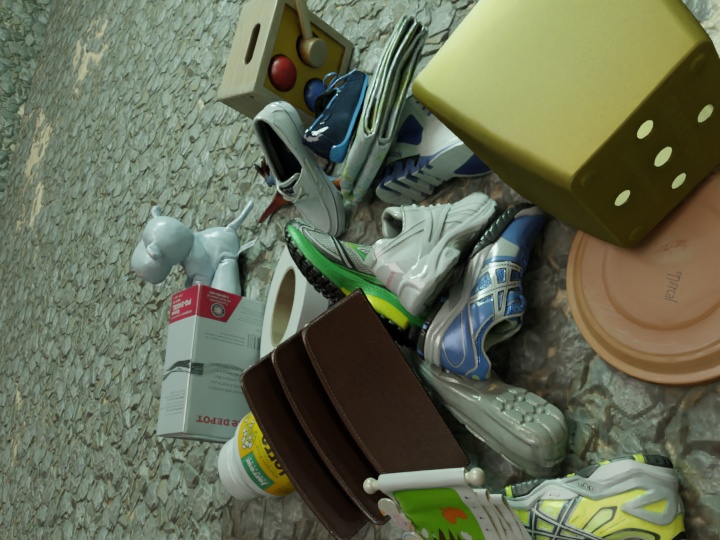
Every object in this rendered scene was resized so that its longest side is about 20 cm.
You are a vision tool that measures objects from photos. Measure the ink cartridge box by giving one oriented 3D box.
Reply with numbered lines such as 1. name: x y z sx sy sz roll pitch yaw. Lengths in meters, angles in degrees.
1. ink cartridge box: -0.201 0.141 0.912 0.082 0.144 0.205 -16 64 40

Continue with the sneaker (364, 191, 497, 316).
1. sneaker: 0.074 -0.044 0.669 0.099 0.200 0.079 36 132 11

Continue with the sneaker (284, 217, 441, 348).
1. sneaker: 0.000 0.000 0.708 0.198 0.078 0.086 33 73 9

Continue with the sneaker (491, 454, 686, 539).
1. sneaker: 0.174 0.218 0.544 0.198 0.074 0.078 -33 53 36

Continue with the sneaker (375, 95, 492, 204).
1. sneaker: 0.094 -0.166 0.769 0.197 0.079 0.118 -18 65 43

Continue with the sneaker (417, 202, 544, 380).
1. sneaker: 0.138 0.021 0.645 0.076 0.076 0.202 28 74 25

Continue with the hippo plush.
1. hippo plush: -0.277 -0.011 1.029 0.200 0.158 0.162 -42 49 33

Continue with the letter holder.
1. letter holder: -0.013 0.149 0.634 0.202 0.141 0.100 57 154 2

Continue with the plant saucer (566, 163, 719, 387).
1. plant saucer: 0.271 -0.003 0.558 0.198 0.032 0.206 -19 62 41

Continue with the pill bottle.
1. pill bottle: -0.087 0.209 0.793 0.199 0.111 0.115 -37 52 31

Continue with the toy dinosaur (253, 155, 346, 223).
1. toy dinosaur: -0.072 -0.136 0.963 0.180 0.104 0.204 36 135 38

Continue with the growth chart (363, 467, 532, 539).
1. growth chart: 0.099 0.247 0.561 0.143 0.202 0.018 -29 13 39

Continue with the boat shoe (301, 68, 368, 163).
1. boat shoe: -0.032 -0.227 0.876 0.202 0.067 0.085 -76 4 -54

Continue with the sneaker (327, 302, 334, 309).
1. sneaker: 0.034 0.007 0.763 0.201 0.084 0.078 -52 45 18

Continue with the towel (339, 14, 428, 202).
1. towel: 0.022 -0.197 0.802 0.200 0.047 0.175 127 163 -75

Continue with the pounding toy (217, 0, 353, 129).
1. pounding toy: -0.103 -0.329 0.959 0.140 0.182 0.205 7 79 46

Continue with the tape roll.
1. tape roll: -0.089 0.051 0.857 0.202 0.036 0.208 -166 89 -71

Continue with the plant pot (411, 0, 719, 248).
1. plant pot: 0.198 -0.141 0.547 0.200 0.198 0.178 -47 45 16

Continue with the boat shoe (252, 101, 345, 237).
1. boat shoe: -0.088 -0.124 0.869 0.072 0.203 0.066 -17 20 36

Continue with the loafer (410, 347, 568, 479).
1. loafer: 0.118 0.134 0.636 0.199 0.069 0.071 35 136 51
